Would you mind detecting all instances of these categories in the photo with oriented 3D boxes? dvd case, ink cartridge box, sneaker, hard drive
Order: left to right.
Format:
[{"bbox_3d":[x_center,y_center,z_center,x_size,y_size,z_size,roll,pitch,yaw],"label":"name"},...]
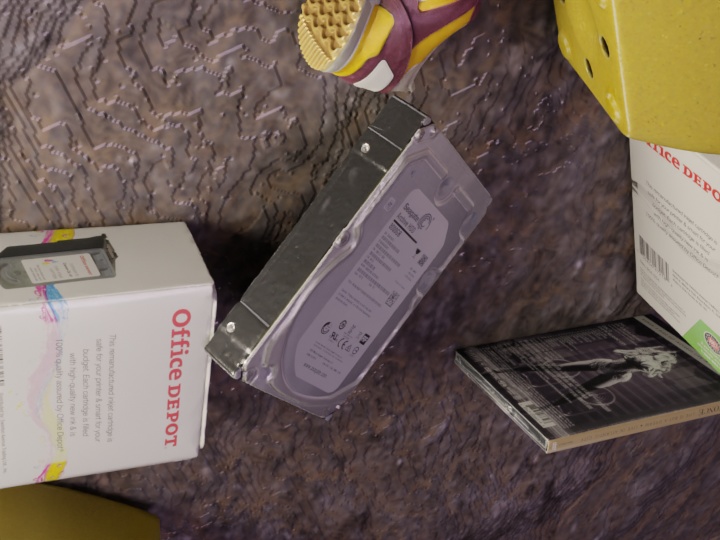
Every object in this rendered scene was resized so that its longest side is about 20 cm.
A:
[{"bbox_3d":[-0.201,0.055,0.648,0.198,0.086,0.149,-6,127,-25],"label":"ink cartridge box"},{"bbox_3d":[0.000,0.000,0.685,0.201,0.038,0.140,-53,149,-2],"label":"hard drive"},{"bbox_3d":[0.043,-0.196,0.596,0.090,0.075,0.201,10,126,-41],"label":"sneaker"},{"bbox_3d":[0.196,0.085,0.824,0.198,0.149,0.016,-9,115,-20],"label":"dvd case"},{"bbox_3d":[0.277,-0.032,0.777,0.083,0.146,0.201,-24,132,-9],"label":"ink cartridge box"}]

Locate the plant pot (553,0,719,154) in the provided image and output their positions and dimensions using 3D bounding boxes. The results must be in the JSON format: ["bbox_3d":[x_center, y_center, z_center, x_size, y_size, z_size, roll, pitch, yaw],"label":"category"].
[{"bbox_3d":[0.221,-0.185,0.614,0.198,0.195,0.197,-20,132,1],"label":"plant pot"}]

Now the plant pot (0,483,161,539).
[{"bbox_3d":[-0.264,0.259,0.710,0.200,0.200,0.176,-44,120,11],"label":"plant pot"}]
